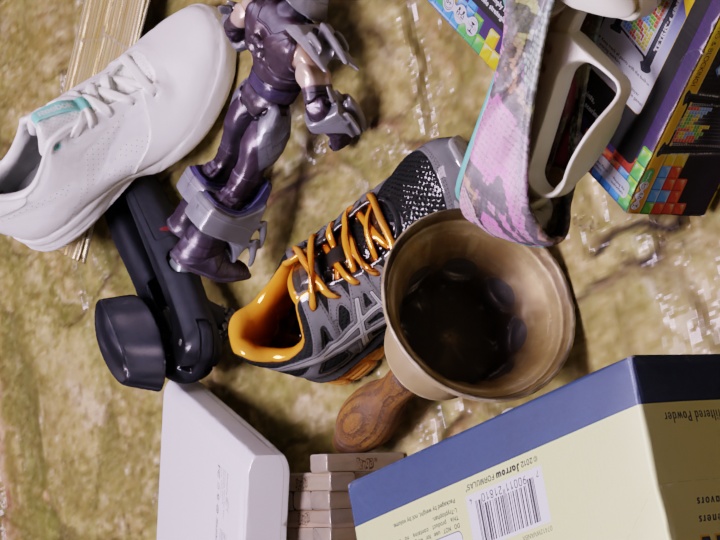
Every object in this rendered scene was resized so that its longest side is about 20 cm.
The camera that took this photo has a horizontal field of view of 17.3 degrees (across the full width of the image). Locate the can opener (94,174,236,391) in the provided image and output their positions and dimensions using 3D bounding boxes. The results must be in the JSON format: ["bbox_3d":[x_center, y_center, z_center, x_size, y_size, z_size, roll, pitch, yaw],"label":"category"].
[{"bbox_3d":[-0.128,-0.006,1.475,0.063,0.078,0.200,-53,36,33],"label":"can opener"}]

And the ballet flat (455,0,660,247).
[{"bbox_3d":[0.094,-0.104,1.067,0.071,0.069,0.201,24,114,33],"label":"ballet flat"}]

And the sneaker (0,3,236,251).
[{"bbox_3d":[-0.162,-0.091,1.455,0.200,0.088,0.075,-44,56,15],"label":"sneaker"}]

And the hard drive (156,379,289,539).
[{"bbox_3d":[-0.083,0.149,1.385,0.200,0.026,0.132,-151,63,-70],"label":"hard drive"}]

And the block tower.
[{"bbox_3d":[-0.007,0.202,1.305,0.058,0.054,0.201,-8,82,54],"label":"block tower"}]

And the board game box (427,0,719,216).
[{"bbox_3d":[0.124,-0.149,1.119,0.200,0.057,0.166,52,128,41],"label":"board game box"}]

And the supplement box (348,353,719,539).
[{"bbox_3d":[0.117,0.156,0.957,0.200,0.134,0.200,-30,66,51],"label":"supplement box"}]

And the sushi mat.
[{"bbox_3d":[-0.176,-0.108,1.548,0.096,0.012,0.201,22,99,61],"label":"sushi mat"}]

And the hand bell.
[{"bbox_3d":[0.027,0.056,1.254,0.200,0.104,0.104,128,131,-59],"label":"hand bell"}]

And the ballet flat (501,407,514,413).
[{"bbox_3d":[0.068,0.104,1.194,0.200,0.072,0.072,-33,64,50],"label":"ballet flat"}]

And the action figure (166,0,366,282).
[{"bbox_3d":[-0.054,-0.095,1.366,0.200,0.069,0.130,-64,35,26],"label":"action figure"}]

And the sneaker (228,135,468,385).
[{"bbox_3d":[0.000,0.000,1.277,0.200,0.077,0.078,-51,49,40],"label":"sneaker"}]
